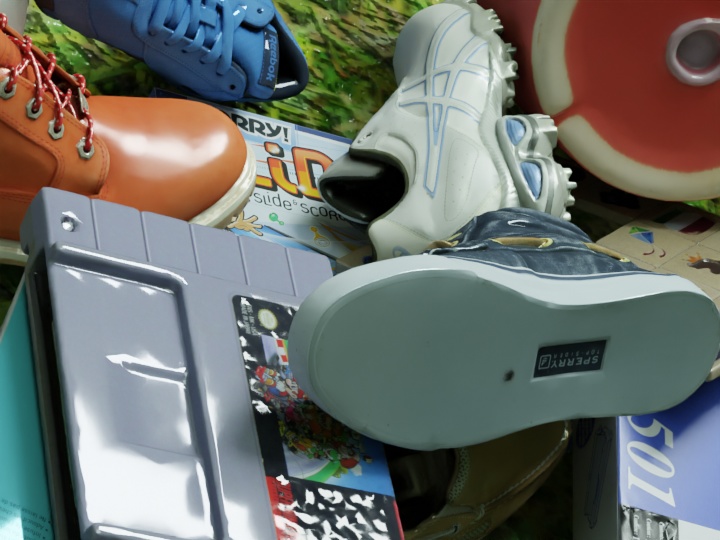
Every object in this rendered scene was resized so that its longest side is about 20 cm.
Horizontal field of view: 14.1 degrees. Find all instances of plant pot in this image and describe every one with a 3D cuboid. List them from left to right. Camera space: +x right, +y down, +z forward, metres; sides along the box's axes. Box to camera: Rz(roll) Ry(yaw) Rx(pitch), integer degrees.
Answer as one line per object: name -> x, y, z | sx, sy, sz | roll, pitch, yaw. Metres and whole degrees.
plant pot -> 0.138, -0.128, 1.328 | 0.199, 0.201, 0.178 | 20, 20, -12

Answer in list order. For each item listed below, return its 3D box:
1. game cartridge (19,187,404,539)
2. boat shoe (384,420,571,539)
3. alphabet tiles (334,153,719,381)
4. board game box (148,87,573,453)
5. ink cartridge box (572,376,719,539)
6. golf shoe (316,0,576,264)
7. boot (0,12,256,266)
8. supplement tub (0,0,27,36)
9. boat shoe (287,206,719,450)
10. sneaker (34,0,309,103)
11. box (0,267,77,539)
game cartridge -> -0.051, 0.060, 1.041 | 0.129, 0.038, 0.201 | 10, 43, -24
boat shoe -> 0.021, 0.081, 1.140 | 0.199, 0.076, 0.072 | -24, 87, -40
alphabet tiles -> 0.094, 0.006, 1.230 | 0.167, 0.008, 0.200 | 23, 31, 30
board game box -> 0.000, 0.000, 1.264 | 0.199, 0.035, 0.136 | 13, 41, -21
ink cartridge box -> 0.135, 0.124, 1.177 | 0.093, 0.044, 0.201 | 17, 51, -17
golf shoe -> 0.025, -0.058, 1.256 | 0.097, 0.079, 0.200 | -8, 29, -8
boot -> -0.128, -0.055, 1.160 | 0.199, 0.108, 0.075 | -6, 44, -24
supplement tub -> -0.244, -0.122, 1.172 | 0.199, 0.123, 0.123 | 1, 46, -32
boat shoe -> 0.037, 0.018, 1.101 | 0.199, 0.071, 0.091 | 2, 19, -39
sneaker -> -0.074, -0.113, 1.248 | 0.078, 0.066, 0.200 | 27, 0, 19
box -> -0.132, 0.094, 1.036 | 0.049, 0.082, 0.201 | 24, 39, -9
